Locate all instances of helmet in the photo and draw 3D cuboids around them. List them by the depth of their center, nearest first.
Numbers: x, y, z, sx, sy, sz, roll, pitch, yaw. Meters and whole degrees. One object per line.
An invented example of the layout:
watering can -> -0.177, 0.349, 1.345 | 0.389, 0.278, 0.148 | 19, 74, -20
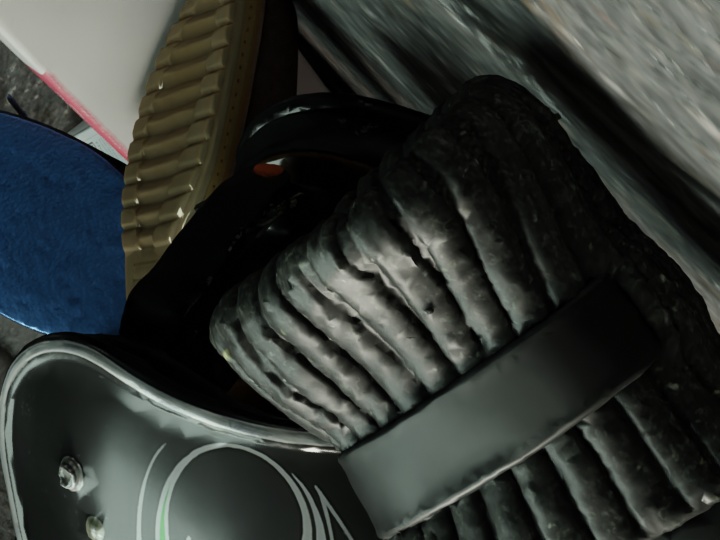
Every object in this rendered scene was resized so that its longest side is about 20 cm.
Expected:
helmet -> -0.010, 0.067, 0.774 | 0.200, 0.199, 0.191 | 43, 146, 38

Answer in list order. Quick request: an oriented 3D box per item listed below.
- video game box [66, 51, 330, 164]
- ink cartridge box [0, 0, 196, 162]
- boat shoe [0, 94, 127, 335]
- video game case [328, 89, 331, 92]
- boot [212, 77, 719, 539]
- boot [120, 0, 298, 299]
video game box -> -0.027, -0.002, 1.067 | 0.200, 0.047, 0.182 | 53, 159, -9
ink cartridge box -> -0.137, -0.147, 0.947 | 0.200, 0.085, 0.146 | 45, 178, 39
boat shoe -> -0.096, 0.000, 0.968 | 0.200, 0.084, 0.069 | 32, 177, -21
video game case -> -0.036, -0.035, 1.122 | 0.200, 0.023, 0.182 | 44, 158, 13
boot -> 0.016, 0.070, 0.618 | 0.158, 0.211, 0.079 | 41, -157, -5
boot -> 0.000, 0.000, 0.918 | 0.166, 0.201, 0.072 | 7, -178, -27
